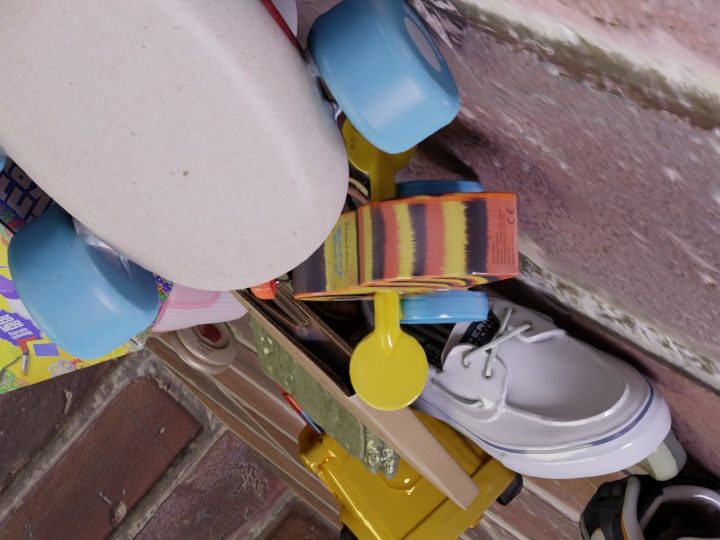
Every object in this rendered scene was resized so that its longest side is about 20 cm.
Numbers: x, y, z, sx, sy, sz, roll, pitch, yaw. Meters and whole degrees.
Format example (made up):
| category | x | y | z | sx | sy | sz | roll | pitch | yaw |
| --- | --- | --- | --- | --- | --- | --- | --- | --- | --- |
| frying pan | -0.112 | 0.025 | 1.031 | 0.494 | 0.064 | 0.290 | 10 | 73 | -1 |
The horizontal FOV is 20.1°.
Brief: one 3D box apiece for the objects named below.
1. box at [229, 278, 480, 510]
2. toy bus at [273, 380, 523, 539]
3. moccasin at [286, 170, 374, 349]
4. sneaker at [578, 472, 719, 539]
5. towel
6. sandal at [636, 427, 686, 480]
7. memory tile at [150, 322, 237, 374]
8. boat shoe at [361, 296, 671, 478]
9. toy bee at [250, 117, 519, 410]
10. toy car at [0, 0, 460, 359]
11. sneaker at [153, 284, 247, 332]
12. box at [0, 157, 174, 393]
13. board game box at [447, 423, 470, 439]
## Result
| category | x | y | z | sx | sy | sz | roll | pitch | yaw |
| --- | --- | --- | --- | --- | --- | --- | --- | --- | --- |
| box | -0.021 | 0.043 | 1.066 | 0.163 | 0.021 | 0.200 | 42 | 175 | 28 |
| toy bus | 0.010 | 0.139 | 1.561 | 0.192 | 0.136 | 0.200 | 47 | 173 | 2 |
| moccasin | 0.001 | -0.001 | 1.128 | 0.078 | 0.073 | 0.202 | 49 | 168 | 39 |
| sneaker | 0.167 | 0.141 | 1.092 | 0.078 | 0.080 | 0.200 | 2 | -165 | -6 |
| towel | -0.030 | 0.034 | 1.342 | 0.148 | 0.036 | 0.201 | 38 | 150 | 42 |
| sandal | 0.095 | 0.072 | 1.100 | 0.080 | 0.057 | 0.201 | 47 | 170 | -28 |
| memory tile | -0.161 | -0.025 | 1.356 | 0.200 | 0.017 | 0.154 | 31 | -147 | -21 |
| boat shoe | 0.066 | 0.050 | 1.027 | 0.200 | 0.074 | 0.067 | 11 | 141 | 49 |
| toy bee | 0.005 | 0.001 | 0.925 | 0.200 | 0.108 | 0.132 | 101 | 165 | -64 |
| toy car | -0.083 | -0.104 | 0.824 | 0.177 | 0.184 | 0.200 | 47 | -162 | -30 |
| sneaker | -0.119 | -0.050 | 1.283 | 0.075 | 0.104 | 0.201 | -52 | 46 | 47 |
| box | -0.168 | -0.052 | 0.956 | 0.199 | 0.193 | 0.122 | -17 | 128 | 43 |
| board game box | 0.023 | 0.050 | 1.394 | 0.200 | 0.029 | 0.135 | 32 | 167 | 48 |
